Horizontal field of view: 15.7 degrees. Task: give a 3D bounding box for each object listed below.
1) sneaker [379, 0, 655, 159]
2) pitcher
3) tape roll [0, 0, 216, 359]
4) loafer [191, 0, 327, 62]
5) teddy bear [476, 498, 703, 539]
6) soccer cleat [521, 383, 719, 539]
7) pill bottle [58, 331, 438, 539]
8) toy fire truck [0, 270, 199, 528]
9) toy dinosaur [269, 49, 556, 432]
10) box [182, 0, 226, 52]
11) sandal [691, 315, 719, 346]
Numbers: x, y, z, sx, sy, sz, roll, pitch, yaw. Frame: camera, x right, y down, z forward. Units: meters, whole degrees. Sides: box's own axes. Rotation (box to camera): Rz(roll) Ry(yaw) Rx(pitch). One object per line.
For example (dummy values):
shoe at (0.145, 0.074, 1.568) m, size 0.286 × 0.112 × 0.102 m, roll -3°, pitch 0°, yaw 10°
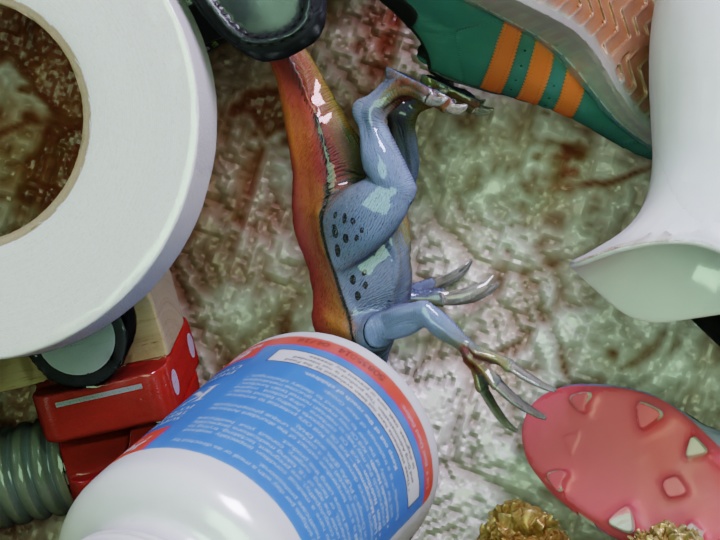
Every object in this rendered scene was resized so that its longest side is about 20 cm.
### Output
sneaker at (0.076, -0.107, 1.153) m, size 0.200 × 0.080 × 0.071 m, roll 35°, pitch 58°, yaw -33°
pitcher at (0.195, -0.070, 1.085) m, size 0.171 × 0.121 × 0.200 m, roll 14°, pitch 76°, yaw 28°
tape roll at (-0.160, -0.061, 1.089) m, size 0.203 × 0.037 × 0.203 m, roll 0°, pitch 91°, yaw 10°
loafer at (-0.069, -0.180, 1.062) m, size 0.068 × 0.070 × 0.201 m, roll -22°, pitch 87°, yaw 3°
teddy bear at (0.130, 0.178, 1.142) m, size 0.200 × 0.067 × 0.145 m, roll 35°, pitch 135°, yaw 1°
soccer cleat at (0.169, 0.100, 1.167) m, size 0.200 × 0.076 × 0.067 m, roll 14°, pitch 88°, yaw 20°
pill bottle at (-0.054, 0.110, 1.064) m, size 0.112 × 0.200 × 0.112 m, roll 9°, pitch 114°, yaw 22°
toy fire truck at (-0.154, 0.102, 1.169) m, size 0.176 × 0.129 × 0.200 m, roll -12°, pitch 107°, yaw 9°
toy dinosaur at (0.000, 0.000, 1.158) m, size 0.200 × 0.105 × 0.182 m, roll 25°, pitch 99°, yaw 2°
box at (-0.052, -0.200, 1.159) m, size 0.200 × 0.124 × 0.149 m, roll -31°, pitch 85°, yaw 1°
sandal at (0.193, 0.025, 1.134) m, size 0.075 × 0.045 × 0.200 m, roll -22°, pitch 55°, yaw -8°
